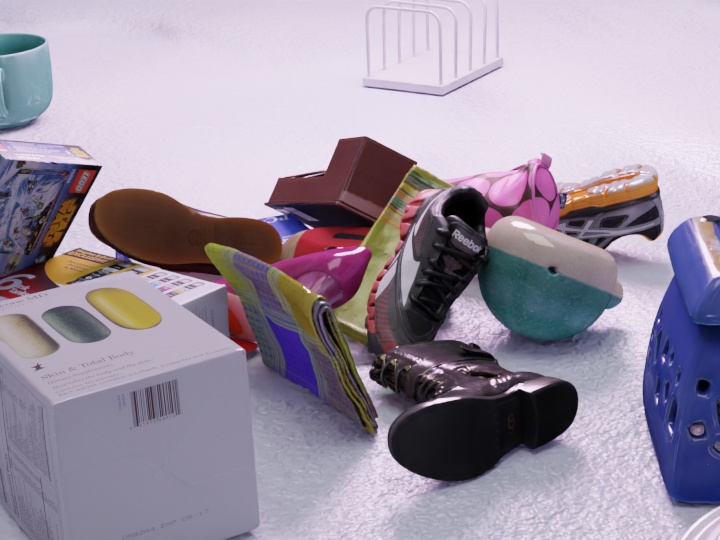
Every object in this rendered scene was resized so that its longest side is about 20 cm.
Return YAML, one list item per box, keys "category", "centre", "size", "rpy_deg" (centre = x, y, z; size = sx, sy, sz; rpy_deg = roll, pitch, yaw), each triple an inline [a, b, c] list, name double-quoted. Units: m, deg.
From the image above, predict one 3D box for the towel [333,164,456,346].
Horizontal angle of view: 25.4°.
- category: "towel"
  centre: [0.040, -0.012, 1.530]
  size: [0.086, 0.018, 0.200]
  rpy_deg: [26, 59, 12]

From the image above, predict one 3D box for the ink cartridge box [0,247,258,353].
- category: "ink cartridge box"
  centre: [-0.222, 0.044, 1.482]
  size: [0.200, 0.084, 0.176]
  rpy_deg: [13, 26, 36]

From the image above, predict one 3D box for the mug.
- category: "mug"
  centre: [-0.520, -0.260, 2.260]
  size: [0.152, 0.114, 0.185]
  rpy_deg: [8, 24, 23]

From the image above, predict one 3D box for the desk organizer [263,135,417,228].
- category: "desk organizer"
  centre: [-0.022, -0.090, 1.695]
  size: [0.072, 0.077, 0.200]
  rpy_deg: [25, -9, -23]

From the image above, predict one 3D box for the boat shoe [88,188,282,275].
- category: "boat shoe"
  centre: [-0.177, -0.030, 1.557]
  size: [0.200, 0.070, 0.070]
  rpy_deg: [15, -16, -31]

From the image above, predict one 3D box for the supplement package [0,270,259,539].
- category: "supplement package"
  centre: [-0.193, 0.112, 1.210]
  size: [0.152, 0.151, 0.200]
  rpy_deg: [-15, 24, -28]

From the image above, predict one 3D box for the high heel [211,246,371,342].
- category: "high heel"
  centre: [-0.074, 0.013, 1.504]
  size: [0.096, 0.067, 0.200]
  rpy_deg: [-42, 17, -30]

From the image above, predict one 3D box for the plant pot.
- category: "plant pot"
  centre: [0.331, 0.060, 1.256]
  size: [0.200, 0.180, 0.200]
  rpy_deg: [0, 22, 4]

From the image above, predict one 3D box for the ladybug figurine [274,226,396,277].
- category: "ladybug figurine"
  centre: [0.000, 0.000, 1.592]
  size: [0.200, 0.072, 0.136]
  rpy_deg: [4, 22, 15]

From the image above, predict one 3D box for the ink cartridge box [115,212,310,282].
- category: "ink cartridge box"
  centre: [-0.147, -0.011, 1.673]
  size: [0.200, 0.044, 0.094]
  rpy_deg: [-11, 24, -23]

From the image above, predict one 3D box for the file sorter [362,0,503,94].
- category: "file sorter"
  centre: [0.112, -0.356, 2.434]
  size: [0.139, 0.125, 0.200]
  rpy_deg: [11, 24, 29]

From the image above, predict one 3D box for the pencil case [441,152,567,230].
- category: "pencil case"
  centre: [0.109, -0.066, 1.673]
  size: [0.200, 0.094, 0.091]
  rpy_deg: [-6, -13, 27]

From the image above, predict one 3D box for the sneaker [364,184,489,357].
- category: "sneaker"
  centre: [0.065, 0.001, 1.457]
  size: [0.098, 0.071, 0.200]
  rpy_deg: [-25, 37, 52]

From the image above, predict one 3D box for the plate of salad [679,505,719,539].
- category: "plate of salad"
  centre: [0.304, 0.210, 1.052]
  size: [0.200, 0.048, 0.200]
  rpy_deg: [-7, 29, 4]

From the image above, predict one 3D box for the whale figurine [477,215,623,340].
- category: "whale figurine"
  centre: [0.171, 0.013, 1.536]
  size: [0.159, 0.104, 0.200]
  rpy_deg: [21, 0, 1]

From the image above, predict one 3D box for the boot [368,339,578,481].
- category: "boot"
  centre: [0.063, 0.107, 1.333]
  size: [0.200, 0.069, 0.174]
  rpy_deg: [-8, 18, -36]

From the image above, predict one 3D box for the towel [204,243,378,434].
- category: "towel"
  centre: [-0.059, 0.054, 1.372]
  size: [0.023, 0.144, 0.200]
  rpy_deg: [-35, 33, -19]

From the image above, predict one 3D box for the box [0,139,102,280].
- category: "box"
  centre: [-0.337, -0.028, 1.484]
  size: [0.040, 0.200, 0.137]
  rpy_deg: [39, 18, 23]

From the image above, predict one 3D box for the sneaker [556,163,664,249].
- category: "sneaker"
  centre: [0.232, -0.053, 1.714]
  size: [0.200, 0.077, 0.078]
  rpy_deg: [-11, 27, 34]
